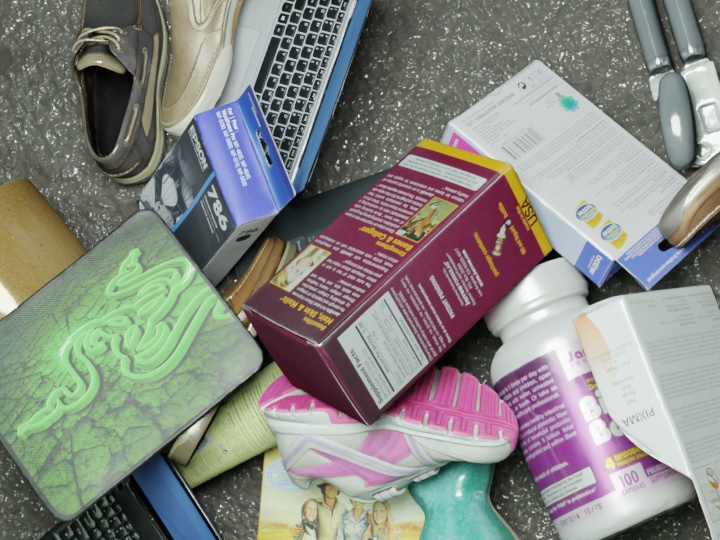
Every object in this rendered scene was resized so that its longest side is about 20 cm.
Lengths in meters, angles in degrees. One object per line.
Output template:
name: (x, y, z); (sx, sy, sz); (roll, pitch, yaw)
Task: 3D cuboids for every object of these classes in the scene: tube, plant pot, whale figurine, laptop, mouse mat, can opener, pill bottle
tube: (-0.068, 0.108, 1.261); (0.199, 0.058, 0.052); (-31, 42, 14)
plant pot: (-0.259, 0.059, 1.300); (0.200, 0.186, 0.187); (40, 95, 3)
whale figurine: (0.077, 0.230, 1.176); (0.158, 0.104, 0.202); (-19, 72, 25)
laptop: (-0.183, 0.249, 1.277); (0.199, 0.103, 0.178); (-38, 74, 8)
mouse mat: (-0.191, 0.069, 1.201); (0.199, 0.008, 0.161); (-39, 75, -5)
can opener: (0.242, -0.175, 1.233); (0.052, 0.066, 0.202); (-16, 74, 15)
laptop: (-0.070, -0.163, 1.275); (0.198, 0.116, 0.189); (18, 86, 27)
pill bottle: (0.164, 0.097, 1.191); (0.112, 0.112, 0.202); (-26, 77, 11)

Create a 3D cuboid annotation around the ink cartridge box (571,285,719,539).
ink cartridge box: (0.238, 0.113, 1.142); (0.050, 0.162, 0.202); (-24, 79, 34)

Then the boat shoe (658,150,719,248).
boat shoe: (0.307, -0.076, 1.174); (0.199, 0.076, 0.072); (-38, 85, -11)

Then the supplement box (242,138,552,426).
supplement box: (0.027, 0.005, 1.167); (0.200, 0.086, 0.110); (-43, 33, -17)

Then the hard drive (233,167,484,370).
hard drive: (0.000, 0.000, 1.293); (0.198, 0.033, 0.141); (-19, 78, 13)

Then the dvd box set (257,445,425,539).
dvd box set: (-0.011, 0.201, 1.271); (0.145, 0.029, 0.202); (3, 84, 17)

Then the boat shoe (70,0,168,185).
boat shoe: (-0.206, -0.176, 1.355); (0.074, 0.073, 0.202); (-11, 80, 14)

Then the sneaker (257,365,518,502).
sneaker: (0.024, 0.127, 1.197); (0.198, 0.081, 0.089); (3, 118, 22)

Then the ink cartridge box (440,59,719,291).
ink cartridge box: (0.170, -0.067, 1.216); (0.200, 0.042, 0.119); (40, 52, 18)

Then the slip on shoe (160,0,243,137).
slip on shoe: (-0.136, -0.213, 1.331); (0.076, 0.060, 0.202); (15, 84, 55)

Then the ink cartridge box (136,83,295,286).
ink cartridge box: (-0.119, -0.057, 1.266); (0.039, 0.200, 0.100); (-13, 73, -31)

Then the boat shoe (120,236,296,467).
boat shoe: (-0.117, 0.049, 1.235); (0.068, 0.072, 0.201); (28, 65, -1)
